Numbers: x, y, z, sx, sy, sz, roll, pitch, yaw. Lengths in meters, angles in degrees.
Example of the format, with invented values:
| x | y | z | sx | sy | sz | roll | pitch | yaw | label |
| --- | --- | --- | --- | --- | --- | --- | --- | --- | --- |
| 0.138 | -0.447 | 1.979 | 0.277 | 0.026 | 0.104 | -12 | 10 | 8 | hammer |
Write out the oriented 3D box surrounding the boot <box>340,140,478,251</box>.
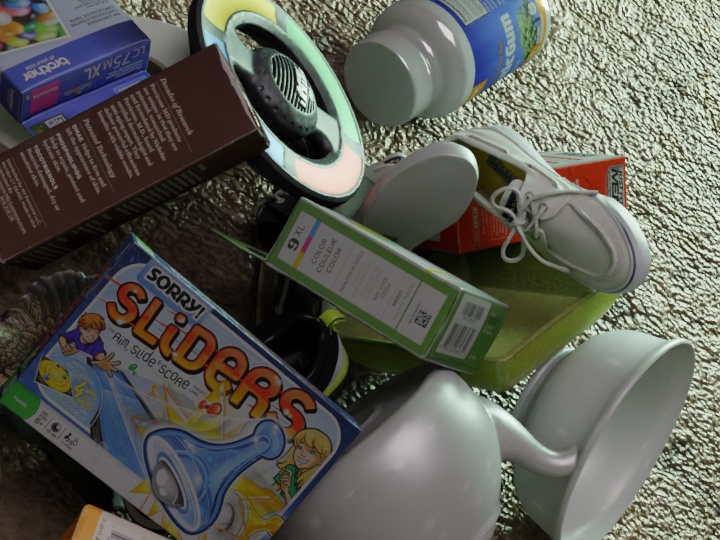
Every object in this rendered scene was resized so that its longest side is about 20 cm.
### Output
| x | y | z | sx | sy | sz | roll | pitch | yaw | label |
| --- | --- | --- | --- | --- | --- | --- | --- | --- | --- |
| 0.028 | -0.064 | 1.326 | 0.073 | 0.200 | 0.096 | 22 | 48 | -22 | boot |

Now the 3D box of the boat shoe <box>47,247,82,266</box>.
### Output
| x | y | z | sx | sy | sz | roll | pitch | yaw | label |
| --- | --- | --- | --- | --- | --- | --- | --- | --- | --- |
| -0.187 | -0.075 | 1.294 | 0.200 | 0.067 | 0.057 | -37 | 87 | -37 | boat shoe |

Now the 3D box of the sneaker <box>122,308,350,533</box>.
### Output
| x | y | z | sx | sy | sz | roll | pitch | yaw | label |
| --- | --- | --- | --- | --- | --- | --- | --- | --- | --- |
| -0.091 | 0.094 | 1.141 | 0.200 | 0.083 | 0.072 | -42 | 64 | -15 | sneaker |

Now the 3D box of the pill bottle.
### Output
| x | y | z | sx | sy | sz | roll | pitch | yaw | label |
| --- | --- | --- | --- | --- | --- | --- | --- | --- | --- |
| 0.077 | -0.206 | 1.505 | 0.112 | 0.112 | 0.200 | 48 | 49 | 6 | pill bottle |

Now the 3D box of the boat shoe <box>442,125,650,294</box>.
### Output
| x | y | z | sx | sy | sz | roll | pitch | yaw | label |
| --- | --- | --- | --- | --- | --- | --- | --- | --- | --- |
| 0.132 | -0.049 | 1.275 | 0.086 | 0.075 | 0.202 | -7 | 43 | -44 | boat shoe |

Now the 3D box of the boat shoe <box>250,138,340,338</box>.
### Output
| x | y | z | sx | sy | sz | roll | pitch | yaw | label |
| --- | --- | --- | --- | --- | --- | --- | --- | --- | --- |
| -0.058 | -0.030 | 1.340 | 0.060 | 0.074 | 0.201 | 15 | 62 | -27 | boat shoe |

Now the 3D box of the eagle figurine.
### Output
| x | y | z | sx | sy | sz | roll | pitch | yaw | label |
| --- | --- | --- | --- | --- | --- | --- | --- | --- | --- |
| -0.221 | 0.066 | 1.146 | 0.199 | 0.152 | 0.151 | 17 | 33 | -14 | eagle figurine |

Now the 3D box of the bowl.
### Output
| x | y | z | sx | sy | sz | roll | pitch | yaw | label |
| --- | --- | --- | --- | --- | --- | --- | --- | --- | --- |
| 0.180 | 0.123 | 1.323 | 0.090 | 0.202 | 0.201 | 31 | 44 | 25 | bowl |

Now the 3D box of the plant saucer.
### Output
| x | y | z | sx | sy | sz | roll | pitch | yaw | label |
| --- | --- | --- | --- | --- | --- | --- | --- | --- | --- |
| 0.100 | 0.038 | 1.340 | 0.200 | 0.199 | 0.048 | -33 | 118 | -40 | plant saucer |

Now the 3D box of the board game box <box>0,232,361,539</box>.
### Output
| x | y | z | sx | sy | sz | roll | pitch | yaw | label |
| --- | --- | --- | --- | --- | --- | --- | --- | --- | --- |
| -0.116 | 0.091 | 1.078 | 0.200 | 0.034 | 0.136 | 40 | 92 | -16 | board game box |

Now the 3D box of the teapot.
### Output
| x | y | z | sx | sy | sz | roll | pitch | yaw | label |
| --- | --- | --- | --- | --- | --- | --- | --- | --- | --- |
| 0.027 | 0.175 | 1.191 | 0.146 | 0.200 | 0.197 | 54 | 36 | -6 | teapot |

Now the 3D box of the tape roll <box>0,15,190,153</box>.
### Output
| x | y | z | sx | sy | sz | roll | pitch | yaw | label |
| --- | --- | --- | --- | --- | --- | --- | --- | --- | --- |
| -0.197 | -0.128 | 1.285 | 0.201 | 0.037 | 0.204 | 2 | 43 | -2 | tape roll |

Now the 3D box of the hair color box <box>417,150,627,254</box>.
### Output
| x | y | z | sx | sy | sz | roll | pitch | yaw | label |
| --- | --- | --- | --- | --- | --- | --- | --- | --- | --- |
| 0.130 | -0.062 | 1.441 | 0.199 | 0.101 | 0.062 | -12 | 103 | -35 | hair color box |

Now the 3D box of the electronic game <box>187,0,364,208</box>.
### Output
| x | y | z | sx | sy | sz | roll | pitch | yaw | label |
| --- | --- | --- | --- | --- | --- | --- | --- | --- | --- |
| -0.064 | -0.139 | 1.293 | 0.200 | 0.041 | 0.201 | 42 | 30 | -32 | electronic game |

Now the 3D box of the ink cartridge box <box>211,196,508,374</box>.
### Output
| x | y | z | sx | sy | sz | roll | pitch | yaw | label |
| --- | --- | --- | --- | --- | --- | --- | --- | --- | --- |
| 0.000 | 0.000 | 1.207 | 0.199 | 0.060 | 0.104 | 30 | 4 | 26 | ink cartridge box |

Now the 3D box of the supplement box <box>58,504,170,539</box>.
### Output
| x | y | z | sx | sy | sz | roll | pitch | yaw | label |
| --- | --- | --- | --- | --- | --- | --- | --- | --- | --- |
| -0.121 | 0.245 | 1.086 | 0.199 | 0.126 | 0.074 | 27 | 50 | -14 | supplement box |

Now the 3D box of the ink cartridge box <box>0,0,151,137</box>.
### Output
| x | y | z | sx | sy | sz | roll | pitch | yaw | label |
| --- | --- | --- | --- | --- | --- | --- | --- | --- | --- |
| -0.245 | -0.184 | 1.243 | 0.119 | 0.042 | 0.200 | -28 | 65 | -32 | ink cartridge box |

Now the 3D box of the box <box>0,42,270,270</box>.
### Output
| x | y | z | sx | sy | sz | roll | pitch | yaw | label |
| --- | --- | --- | --- | --- | --- | --- | --- | --- | --- |
| -0.167 | -0.077 | 1.151 | 0.199 | 0.100 | 0.075 | -26 | 87 | 0 | box |
